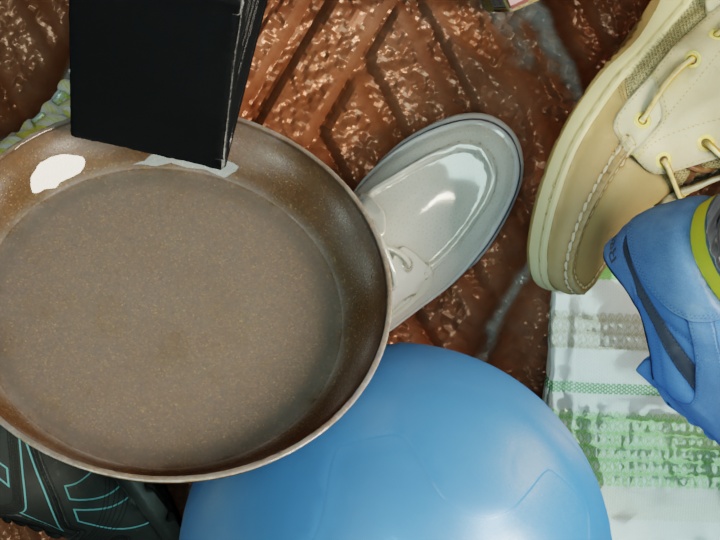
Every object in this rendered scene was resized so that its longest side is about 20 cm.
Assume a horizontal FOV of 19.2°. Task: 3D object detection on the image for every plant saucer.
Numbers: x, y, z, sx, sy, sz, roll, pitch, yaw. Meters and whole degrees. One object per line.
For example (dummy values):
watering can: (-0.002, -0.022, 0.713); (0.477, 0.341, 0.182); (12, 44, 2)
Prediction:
plant saucer: (-0.086, 0.013, 0.931); (0.200, 0.032, 0.201); (4, 53, -6)

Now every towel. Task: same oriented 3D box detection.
towel: (0.162, 0.064, 1.061); (0.149, 0.031, 0.201); (4, 94, -1)

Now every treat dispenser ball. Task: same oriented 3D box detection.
treat dispenser ball: (0.016, 0.134, 0.981); (0.200, 0.201, 0.202); (0, 96, 2)

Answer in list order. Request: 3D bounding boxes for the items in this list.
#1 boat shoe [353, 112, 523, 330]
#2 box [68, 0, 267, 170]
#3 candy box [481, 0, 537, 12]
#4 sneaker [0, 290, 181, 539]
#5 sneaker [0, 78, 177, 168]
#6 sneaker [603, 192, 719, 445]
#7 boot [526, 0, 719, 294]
boat shoe: (0.000, 0.000, 1.033); (0.200, 0.070, 0.071); (-39, 93, 5)
box: (-0.070, -0.169, 0.942); (0.079, 0.141, 0.201); (11, 63, 1)
candy box: (0.102, -0.162, 0.949); (0.115, 0.200, 0.055); (-25, 95, 3)
sneaker: (-0.149, 0.089, 1.012); (0.079, 0.075, 0.200); (-32, 130, -1)
sneaker: (-0.152, -0.052, 1.002); (0.130, 0.079, 0.201); (14, 97, -38)
sneaker: (0.179, 0.057, 0.958); (0.078, 0.066, 0.200); (-22, 104, 43)
boot: (0.183, -0.052, 0.985); (0.155, 0.073, 0.200); (30, 80, 25)
